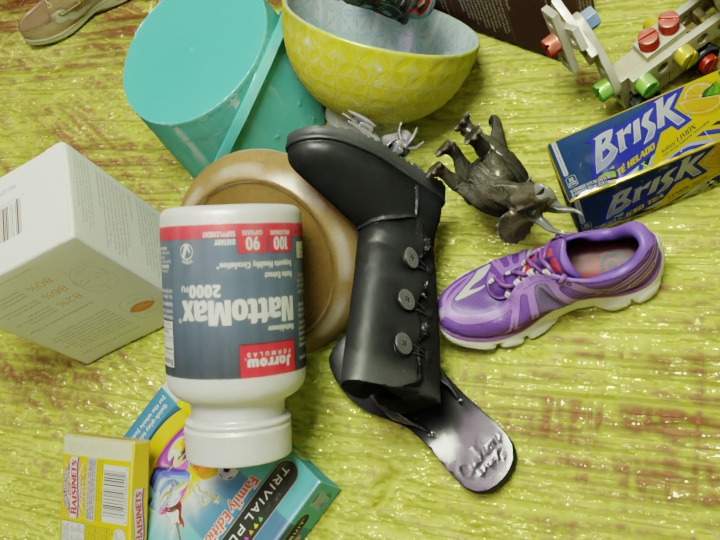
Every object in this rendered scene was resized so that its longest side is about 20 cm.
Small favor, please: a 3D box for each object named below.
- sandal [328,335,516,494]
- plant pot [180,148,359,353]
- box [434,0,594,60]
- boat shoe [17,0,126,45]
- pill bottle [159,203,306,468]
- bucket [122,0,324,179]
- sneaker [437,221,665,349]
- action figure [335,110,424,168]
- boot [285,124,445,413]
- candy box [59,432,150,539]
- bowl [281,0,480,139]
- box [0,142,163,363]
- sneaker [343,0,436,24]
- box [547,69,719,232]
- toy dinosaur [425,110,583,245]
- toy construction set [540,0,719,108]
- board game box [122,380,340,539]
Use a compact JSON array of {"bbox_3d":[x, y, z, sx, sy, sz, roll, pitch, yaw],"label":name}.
[{"bbox_3d":[0.050,0.109,0.696,0.198,0.043,0.077,32,83,32],"label":"sandal"},{"bbox_3d":[-0.091,-0.009,0.748,0.195,0.027,0.205,6,109,17],"label":"plant pot"},{"bbox_3d":[0.126,-0.295,0.805,0.198,0.100,0.076,33,82,31],"label":"box"},{"bbox_3d":[-0.393,-0.378,1.097,0.197,0.066,0.075,-26,60,12],"label":"boat shoe"},{"bbox_3d":[-0.103,0.050,0.666,0.117,0.119,0.205,-2,92,23],"label":"pill bottle"},{"bbox_3d":[-0.144,-0.200,0.865,0.203,0.135,0.212,-9,66,21],"label":"bucket"},{"bbox_3d":[0.151,0.001,0.674,0.196,0.083,0.082,-21,60,16],"label":"sneaker"},{"bbox_3d":[-0.014,-0.062,0.766,0.200,0.130,0.070,-43,17,16],"label":"action figure"},{"bbox_3d":[0.001,0.000,0.659,0.065,0.162,0.205,-23,54,54],"label":"boot"},{"bbox_3d":[-0.235,0.254,0.732,0.100,0.026,0.205,-3,84,36],"label":"candy box"},{"bbox_3d":[0.012,-0.196,0.796,0.199,0.198,0.110,34,127,31],"label":"bowl"},{"bbox_3d":[-0.284,-0.008,0.806,0.150,0.200,0.108,-24,61,12],"label":"box"},{"bbox_3d":[0.029,-0.269,0.728,0.094,0.201,0.080,28,114,-2],"label":"sneaker"},{"bbox_3d":[0.263,-0.104,0.676,0.196,0.070,0.065,-23,58,14],"label":"box"},{"bbox_3d":[0.117,-0.082,0.714,0.077,0.102,0.201,-43,13,15],"label":"toy dinosaur"},{"bbox_3d":[0.257,-0.213,0.691,0.196,0.131,0.094,-22,60,14],"label":"toy construction set"},{"bbox_3d":[-0.137,0.195,0.741,0.199,0.047,0.152,35,85,32],"label":"board game box"}]
